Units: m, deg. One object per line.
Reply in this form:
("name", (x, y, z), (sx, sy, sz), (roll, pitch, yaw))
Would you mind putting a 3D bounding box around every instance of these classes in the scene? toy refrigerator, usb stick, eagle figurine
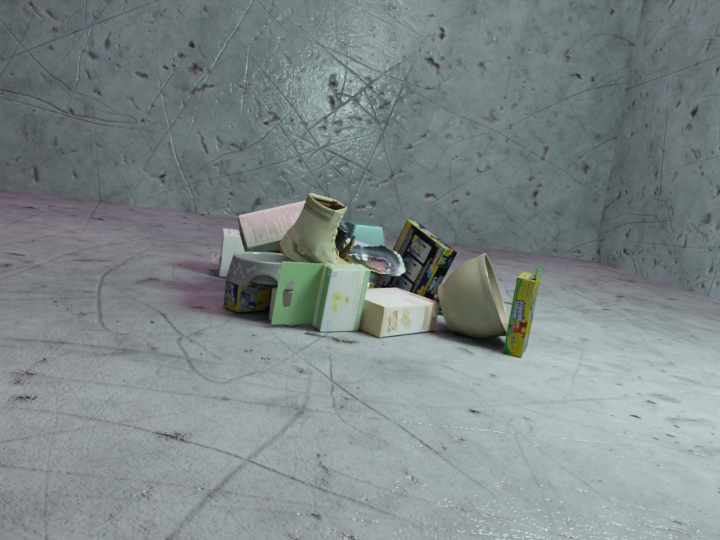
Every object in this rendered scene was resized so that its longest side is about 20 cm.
("toy refrigerator", (-0.121, 0.073, 1.476), (0.069, 0.077, 0.199), (13, 9, 28))
("usb stick", (-0.090, -0.040, 1.506), (0.055, 0.200, 0.033), (36, 39, -3))
("eagle figurine", (0.002, 0.006, 1.623), (0.151, 0.153, 0.199), (-21, -27, 38))

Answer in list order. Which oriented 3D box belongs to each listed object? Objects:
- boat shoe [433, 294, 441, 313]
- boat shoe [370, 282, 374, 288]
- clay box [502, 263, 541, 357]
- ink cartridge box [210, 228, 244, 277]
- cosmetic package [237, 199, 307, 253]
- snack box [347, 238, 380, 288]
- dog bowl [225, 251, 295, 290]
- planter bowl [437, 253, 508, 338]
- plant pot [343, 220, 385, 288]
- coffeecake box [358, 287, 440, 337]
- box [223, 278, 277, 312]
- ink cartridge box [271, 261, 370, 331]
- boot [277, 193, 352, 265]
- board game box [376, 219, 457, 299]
("boat shoe", (0.206, 0.078, 1.751), (0.198, 0.073, 0.067), (15, 7, 27))
("boat shoe", (-0.049, 0.012, 1.709), (0.199, 0.070, 0.074), (34, -11, -19))
("clay box", (0.369, 0.084, 1.447), (0.047, 0.203, 0.115), (11, 9, 20))
("ink cartridge box", (-0.337, -0.047, 1.875), (0.198, 0.127, 0.129), (6, 9, -16))
("cosmetic package", (-0.195, -0.096, 1.582), (0.198, 0.104, 0.088), (-13, -28, -14))
("snack box", (-0.037, -0.013, 1.761), (0.198, 0.144, 0.053), (17, 19, -11))
("dog bowl", (-0.205, -0.002, 1.458), (0.197, 0.059, 0.200), (6, 9, -1))
("planter bowl", (0.265, 0.076, 1.530), (0.133, 0.202, 0.200), (-18, 2, 16))
("plant pot", (-0.003, -0.038, 1.883), (0.140, 0.203, 0.141), (5, 9, -21))
("coffeecake box", (0.066, 0.095, 1.511), (0.199, 0.074, 0.153), (-1, 13, -45))
("box", (-0.226, 0.054, 1.519), (0.064, 0.071, 0.199), (15, 11, 40))
("ink cartridge box", (-0.083, 0.058, 1.373), (0.198, 0.147, 0.048), (1, 18, -35))
("boot", (-0.062, -0.069, 1.406), (0.198, 0.156, 0.073), (27, 20, -17))
("board game box", (0.144, -0.005, 1.670), (0.056, 0.202, 0.165), (11, 23, -40))
